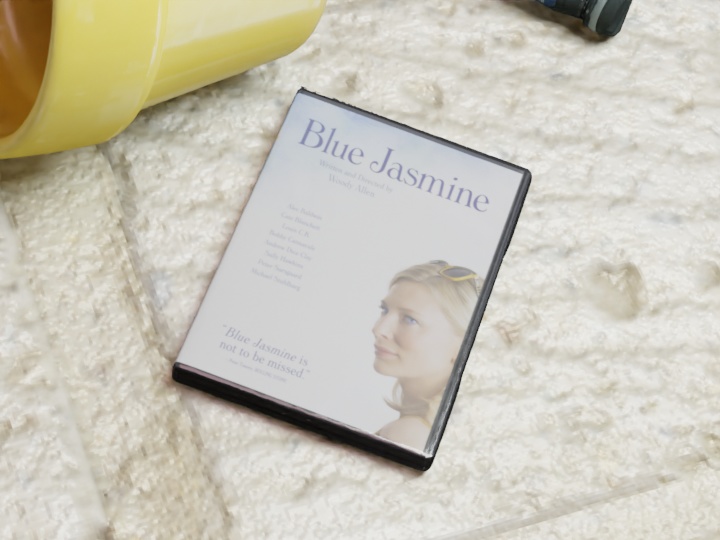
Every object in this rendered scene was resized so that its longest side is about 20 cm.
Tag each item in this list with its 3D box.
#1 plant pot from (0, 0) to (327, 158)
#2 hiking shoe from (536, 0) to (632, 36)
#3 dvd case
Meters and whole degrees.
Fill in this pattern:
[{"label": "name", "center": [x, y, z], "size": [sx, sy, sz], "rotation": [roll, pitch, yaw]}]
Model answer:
[{"label": "plant pot", "center": [-0.126, -0.170, 1.077], "size": [0.188, 0.201, 0.201], "rotation": [-11, 58, -36]}, {"label": "hiking shoe", "center": [0.145, -0.238, 1.230], "size": [0.086, 0.075, 0.201], "rotation": [19, 56, 2]}, {"label": "dvd case", "center": [0.000, 0.000, 1.082], "size": [0.142, 0.018, 0.201], "rotation": [19, 56, 3]}]
